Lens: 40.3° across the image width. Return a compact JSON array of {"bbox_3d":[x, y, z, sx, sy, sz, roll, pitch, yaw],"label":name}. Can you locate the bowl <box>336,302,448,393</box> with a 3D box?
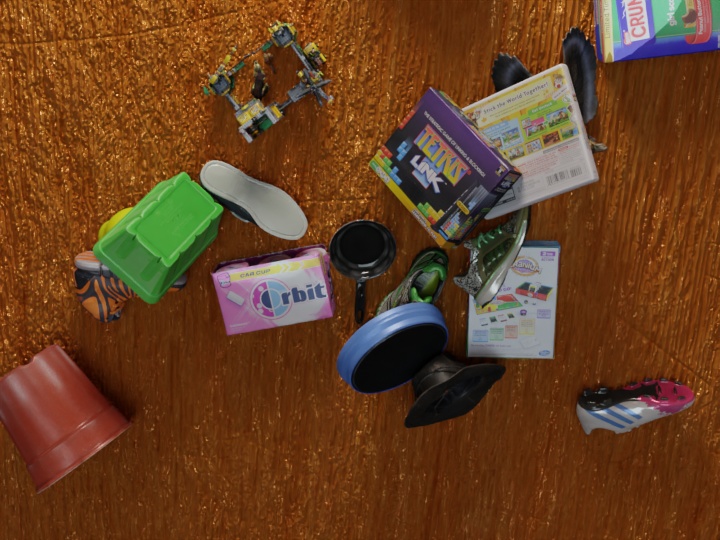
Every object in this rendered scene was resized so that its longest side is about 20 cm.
[{"bbox_3d":[0.058,0.135,1.637,0.200,0.200,0.039,-40,56,13],"label":"bowl"}]

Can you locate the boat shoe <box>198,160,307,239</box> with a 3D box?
[{"bbox_3d":[-0.178,-0.116,1.643,0.200,0.060,0.076,37,77,-5],"label":"boat shoe"}]

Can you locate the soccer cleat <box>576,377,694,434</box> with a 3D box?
[{"bbox_3d":[0.475,0.240,1.700,0.199,0.070,0.087,-6,121,8],"label":"soccer cleat"}]

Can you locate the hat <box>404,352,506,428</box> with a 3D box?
[{"bbox_3d":[0.144,0.189,1.675,0.200,0.200,0.081,-40,61,13],"label":"hat"}]

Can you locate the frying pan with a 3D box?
[{"bbox_3d":[0.016,-0.007,1.673,0.114,0.031,0.191,-18,120,7],"label":"frying pan"}]

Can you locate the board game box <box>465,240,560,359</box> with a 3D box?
[{"bbox_3d":[0.257,0.050,1.667,0.152,0.040,0.201,2,106,4],"label":"board game box"}]

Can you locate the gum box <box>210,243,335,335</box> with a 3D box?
[{"bbox_3d":[-0.141,0.032,1.675,0.199,0.066,0.114,-10,106,6],"label":"gum box"}]

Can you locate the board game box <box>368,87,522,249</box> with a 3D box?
[{"bbox_3d":[0.130,-0.160,1.549,0.165,0.057,0.200,-51,63,22],"label":"board game box"}]

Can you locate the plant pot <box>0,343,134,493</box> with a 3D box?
[{"bbox_3d":[-0.534,0.247,1.709,0.200,0.201,0.196,-35,92,12],"label":"plant pot"}]

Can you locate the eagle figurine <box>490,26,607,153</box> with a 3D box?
[{"bbox_3d":[0.314,-0.262,1.548,0.151,0.151,0.201,-8,72,-34],"label":"eagle figurine"}]

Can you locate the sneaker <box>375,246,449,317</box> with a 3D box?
[{"bbox_3d":[0.082,0.055,1.658,0.078,0.085,0.201,26,107,-4],"label":"sneaker"}]

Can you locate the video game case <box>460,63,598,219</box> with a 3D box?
[{"bbox_3d":[0.253,-0.194,1.509,0.200,0.023,0.183,-19,82,39],"label":"video game case"}]

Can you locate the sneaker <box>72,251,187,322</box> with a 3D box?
[{"bbox_3d":[-0.398,0.035,1.699,0.199,0.078,0.113,10,114,7],"label":"sneaker"}]

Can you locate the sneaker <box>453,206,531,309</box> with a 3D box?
[{"bbox_3d":[0.212,-0.039,1.590,0.088,0.077,0.201,27,104,5],"label":"sneaker"}]

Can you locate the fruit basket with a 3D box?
[{"bbox_3d":[-0.348,-0.051,1.624,0.155,0.216,0.216,43,104,-8],"label":"fruit basket"}]

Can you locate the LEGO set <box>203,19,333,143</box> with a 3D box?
[{"bbox_3d":[-0.151,-0.297,1.556,0.199,0.116,0.154,-27,102,10],"label":"LEGO set"}]

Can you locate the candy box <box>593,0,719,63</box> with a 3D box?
[{"bbox_3d":[0.462,-0.416,1.503,0.199,0.077,0.170,-5,106,7],"label":"candy box"}]
